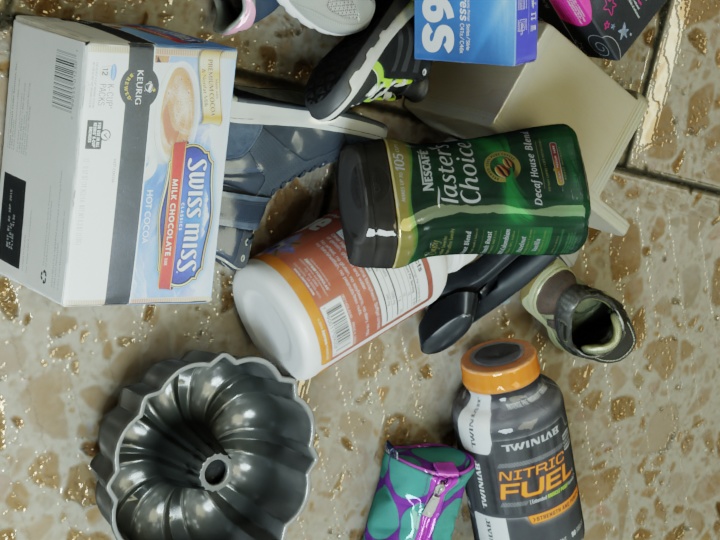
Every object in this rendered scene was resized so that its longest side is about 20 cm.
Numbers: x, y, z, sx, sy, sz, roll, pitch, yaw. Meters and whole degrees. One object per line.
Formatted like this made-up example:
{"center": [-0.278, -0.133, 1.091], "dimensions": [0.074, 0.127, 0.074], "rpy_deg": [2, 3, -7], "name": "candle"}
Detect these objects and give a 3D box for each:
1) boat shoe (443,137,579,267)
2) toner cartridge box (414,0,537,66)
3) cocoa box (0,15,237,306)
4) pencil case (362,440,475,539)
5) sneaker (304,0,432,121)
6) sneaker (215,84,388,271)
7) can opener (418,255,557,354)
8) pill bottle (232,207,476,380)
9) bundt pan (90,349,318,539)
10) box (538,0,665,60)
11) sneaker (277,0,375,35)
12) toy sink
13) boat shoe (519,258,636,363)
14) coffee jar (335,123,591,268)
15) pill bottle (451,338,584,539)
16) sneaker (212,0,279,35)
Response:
{"center": [0.128, -0.040, 1.786], "dimensions": [0.200, 0.073, 0.067], "rpy_deg": [40, 76, -37], "name": "boat shoe"}
{"center": [0.092, -0.267, 1.588], "dimensions": [0.043, 0.095, 0.201], "rpy_deg": [-22, 115, -57], "name": "toner cartridge box"}
{"center": [-0.188, -0.083, 1.512], "dimensions": [0.131, 0.133, 0.201], "rpy_deg": [-1, 104, -35], "name": "cocoa box"}
{"center": [0.041, 0.256, 1.794], "dimensions": [0.085, 0.092, 0.201], "rpy_deg": [11, 98, -13], "name": "pencil case"}
{"center": [0.027, -0.169, 1.634], "dimensions": [0.083, 0.072, 0.200], "rpy_deg": [51, 44, -15], "name": "sneaker"}
{"center": [-0.073, -0.074, 1.635], "dimensions": [0.201, 0.077, 0.147], "rpy_deg": [3, 106, -40], "name": "sneaker"}
{"center": [0.124, 0.004, 1.744], "dimensions": [0.063, 0.079, 0.200], "rpy_deg": [20, 135, -34], "name": "can opener"}
{"center": [0.000, 0.000, 1.684], "dimensions": [0.199, 0.112, 0.113], "rpy_deg": [-31, 119, -26], "name": "pill bottle"}
{"center": [-0.137, 0.157, 1.652], "dimensions": [0.201, 0.076, 0.203], "rpy_deg": [-10, 108, -32], "name": "bundt pan"}
{"center": [0.166, -0.295, 1.706], "dimensions": [0.115, 0.132, 0.200], "rpy_deg": [-49, 125, -18], "name": "box"}
{"center": [-0.034, -0.256, 1.533], "dimensions": [0.200, 0.082, 0.075], "rpy_deg": [54, 51, -42], "name": "sneaker"}
{"center": [0.163, -0.134, 1.751], "dimensions": [0.200, 0.130, 0.112], "rpy_deg": [35, 82, -36], "name": "toy sink"}
{"center": [0.213, 0.052, 1.848], "dimensions": [0.072, 0.066, 0.201], "rpy_deg": [-47, 145, 3], "name": "boat shoe"}
{"center": [0.081, -0.059, 1.610], "dimensions": [0.199, 0.085, 0.105], "rpy_deg": [-6, 67, -9], "name": "coffee jar"}
{"center": [0.142, 0.166, 1.835], "dimensions": [0.106, 0.106, 0.201], "rpy_deg": [-24, 115, -28], "name": "pill bottle"}
{"center": [-0.124, -0.271, 1.545], "dimensions": [0.082, 0.070, 0.200], "rpy_deg": [-48, 124, -20], "name": "sneaker"}
